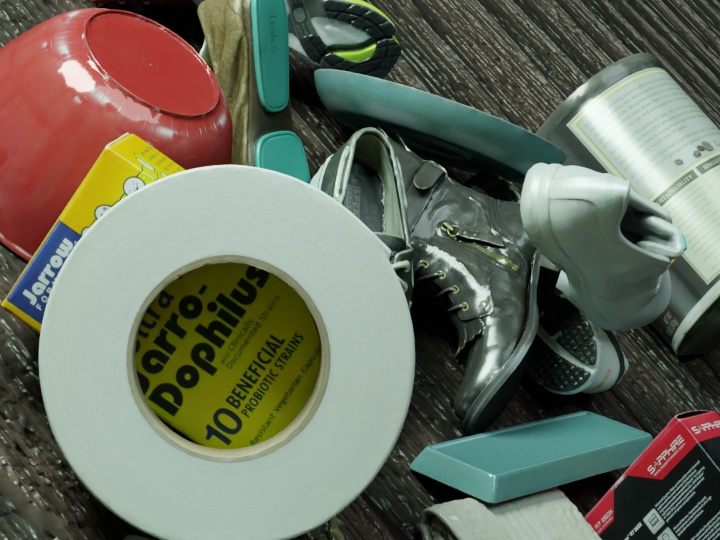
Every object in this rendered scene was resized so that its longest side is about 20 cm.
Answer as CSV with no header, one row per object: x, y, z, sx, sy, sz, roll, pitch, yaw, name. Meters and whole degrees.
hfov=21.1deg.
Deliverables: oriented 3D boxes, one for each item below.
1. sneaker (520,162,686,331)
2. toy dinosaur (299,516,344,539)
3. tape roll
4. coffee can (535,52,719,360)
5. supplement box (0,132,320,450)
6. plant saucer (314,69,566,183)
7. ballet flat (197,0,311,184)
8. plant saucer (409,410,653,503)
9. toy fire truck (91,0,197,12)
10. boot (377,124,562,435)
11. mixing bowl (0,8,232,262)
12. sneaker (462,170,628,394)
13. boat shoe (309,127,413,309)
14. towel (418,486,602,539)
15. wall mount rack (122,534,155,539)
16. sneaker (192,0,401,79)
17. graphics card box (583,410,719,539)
0.185,-0.011,1.307,0.200,0.088,0.076,36,58,-54,sneaker
0.045,0.202,1.091,0.200,0.048,0.088,45,46,10,toy dinosaur
-0.069,0.045,1.019,0.202,0.204,0.037,35,-1,-4,tape roll
0.244,-0.052,1.538,0.146,0.147,0.200,-10,55,-52,coffee can
-0.086,0.025,1.095,0.199,0.109,0.110,35,6,-5,supplement box
0.055,-0.103,1.436,0.198,0.028,0.200,19,-3,1,plant saucer
-0.079,-0.096,1.308,0.068,0.072,0.202,-14,97,-55,ballet flat
0.119,0.119,1.274,0.070,0.019,0.199,19,17,38,plant saucer
-0.162,-0.265,1.423,0.199,0.048,0.143,-8,89,-51,toy fire truck
0.045,0.005,1.331,0.173,0.069,0.201,21,57,6,boot
-0.155,-0.092,1.212,0.199,0.109,0.201,27,31,-18,mixing bowl
0.128,0.014,1.421,0.080,0.074,0.201,20,37,-53,sneaker
0.000,0.000,1.253,0.070,0.064,0.202,8,58,-23,boat shoe
0.132,0.215,1.176,0.132,0.035,0.200,-3,49,-50,towel
-0.078,0.198,0.945,0.174,0.075,0.200,48,31,10,wall mount rack
-0.064,-0.207,1.443,0.199,0.074,0.081,31,12,-27,sneaker
0.233,0.203,1.208,0.051,0.126,0.201,-4,49,-49,graphics card box
